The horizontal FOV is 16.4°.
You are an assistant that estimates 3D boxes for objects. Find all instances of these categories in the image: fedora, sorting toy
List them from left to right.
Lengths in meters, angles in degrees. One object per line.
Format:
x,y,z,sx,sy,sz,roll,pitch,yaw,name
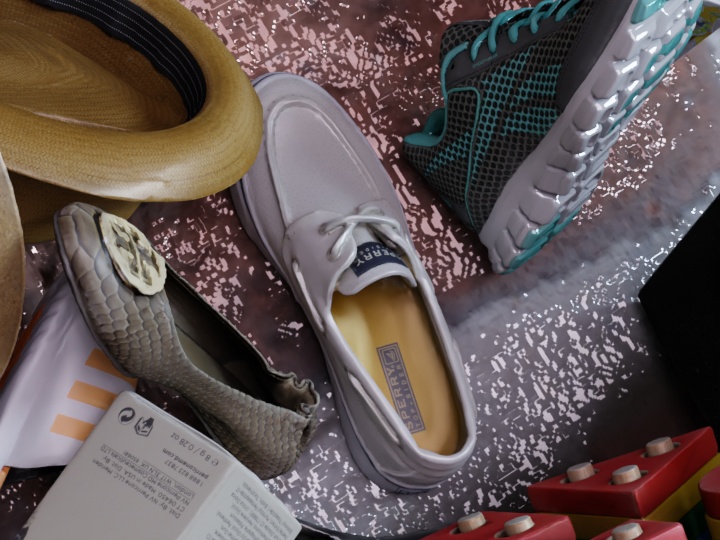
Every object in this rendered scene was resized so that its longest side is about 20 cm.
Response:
-0.143,-0.069,1.047,0.200,0.082,0.201,18,34,-13,fedora
0.113,0.121,1.002,0.199,0.200,0.070,-22,97,-27,sorting toy

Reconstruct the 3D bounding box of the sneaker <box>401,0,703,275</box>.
0.076,-0.085,1.083,0.091,0.200,0.078,41,45,10,sneaker

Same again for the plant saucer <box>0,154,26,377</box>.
-0.225,-0.013,0.973,0.200,0.200,0.035,52,30,1,plant saucer

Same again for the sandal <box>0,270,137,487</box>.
-0.134,0.082,1.036,0.059,0.079,0.207,27,78,-10,sandal

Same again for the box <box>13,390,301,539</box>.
-0.114,0.154,0.989,0.068,0.082,0.200,30,76,30,box

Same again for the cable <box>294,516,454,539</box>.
-0.013,0.135,1.086,0.200,0.050,0.097,-10,64,-31,cable

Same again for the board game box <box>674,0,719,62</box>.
0.150,-0.192,1.157,0.034,0.134,0.200,16,72,-12,board game box

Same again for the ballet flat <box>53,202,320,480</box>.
-0.065,0.029,1.014,0.046,0.200,0.067,-20,53,13,ballet flat

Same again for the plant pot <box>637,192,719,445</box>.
0.266,0.036,1.081,0.199,0.200,0.178,-8,67,-19,plant pot

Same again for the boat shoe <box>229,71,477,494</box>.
0.000,0.000,1.096,0.071,0.070,0.200,-17,82,-20,boat shoe
